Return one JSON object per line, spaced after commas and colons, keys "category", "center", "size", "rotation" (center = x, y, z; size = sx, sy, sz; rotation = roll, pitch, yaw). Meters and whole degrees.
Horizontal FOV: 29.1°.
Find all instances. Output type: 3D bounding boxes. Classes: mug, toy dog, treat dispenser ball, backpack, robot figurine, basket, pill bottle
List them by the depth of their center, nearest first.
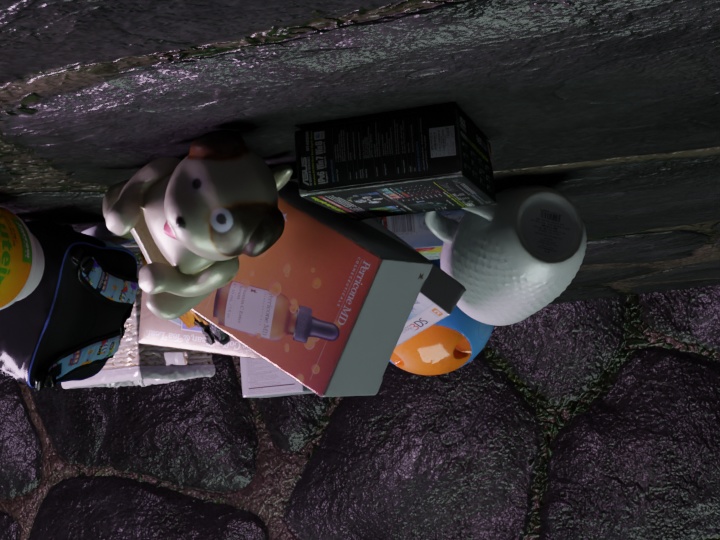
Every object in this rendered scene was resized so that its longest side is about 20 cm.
{"category": "toy dog", "center": [-0.131, -0.047, 1.248], "size": [0.192, 0.141, 0.200], "rotation": [-17, 177, -16]}
{"category": "pill bottle", "center": [-0.393, -0.016, 1.390], "size": [0.109, 0.113, 0.200], "rotation": [-6, 174, 9]}
{"category": "robot figurine", "center": [-0.192, 0.012, 1.560], "size": [0.058, 0.146, 0.200], "rotation": [-36, -168, -15]}
{"category": "backpack", "center": [-0.345, 0.036, 1.593], "size": [0.133, 0.185, 0.200], "rotation": [19, -176, 17]}
{"category": "mug", "center": [0.168, -0.037, 1.650], "size": [0.198, 0.149, 0.175], "rotation": [26, 159, -8]}
{"category": "treat dispenser ball", "center": [0.103, 0.054, 2.058], "size": [0.198, 0.204, 0.201], "rotation": [-5, 174, -1]}
{"category": "basket", "center": [-0.385, 0.116, 2.374], "size": [0.198, 0.163, 0.197], "rotation": [-11, 172, 34]}

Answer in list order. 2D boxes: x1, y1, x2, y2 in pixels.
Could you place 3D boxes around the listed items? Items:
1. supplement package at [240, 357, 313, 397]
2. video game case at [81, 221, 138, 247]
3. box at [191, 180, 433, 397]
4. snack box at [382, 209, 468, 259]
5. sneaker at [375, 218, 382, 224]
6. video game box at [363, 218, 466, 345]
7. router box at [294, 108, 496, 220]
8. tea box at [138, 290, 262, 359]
{"category": "supplement package", "center": [-0.138, 0.109, 2.343], "size": [0.112, 0.203, 0.109], "rotation": [-6, 173, 15]}
{"category": "video game case", "center": [-0.212, -0.052, 1.638], "size": [0.180, 0.024, 0.199], "rotation": [-1, 173, -32]}
{"category": "box", "center": [-0.054, 0.013, 1.396], "size": [0.199, 0.154, 0.106], "rotation": [30, -168, 29]}
{"category": "snack box", "center": [0.108, -0.047, 1.827], "size": [0.197, 0.054, 0.142], "rotation": [-4, 175, -14]}
{"category": "sneaker", "center": [-0.030, -0.036, 1.681], "size": [0.076, 0.081, 0.200], "rotation": [-3, 174, -24]}
{"category": "video game box", "center": [0.000, 0.000, 1.578], "size": [0.199, 0.047, 0.182], "rotation": [36, 154, -7]}
{"category": "router box", "center": [0.037, -0.094, 1.282], "size": [0.148, 0.063, 0.200], "rotation": [-7, 174, 13]}
{"category": "tea box", "center": [-0.153, 0.039, 1.815], "size": [0.198, 0.136, 0.196], "rotation": [5, -178, 27]}
